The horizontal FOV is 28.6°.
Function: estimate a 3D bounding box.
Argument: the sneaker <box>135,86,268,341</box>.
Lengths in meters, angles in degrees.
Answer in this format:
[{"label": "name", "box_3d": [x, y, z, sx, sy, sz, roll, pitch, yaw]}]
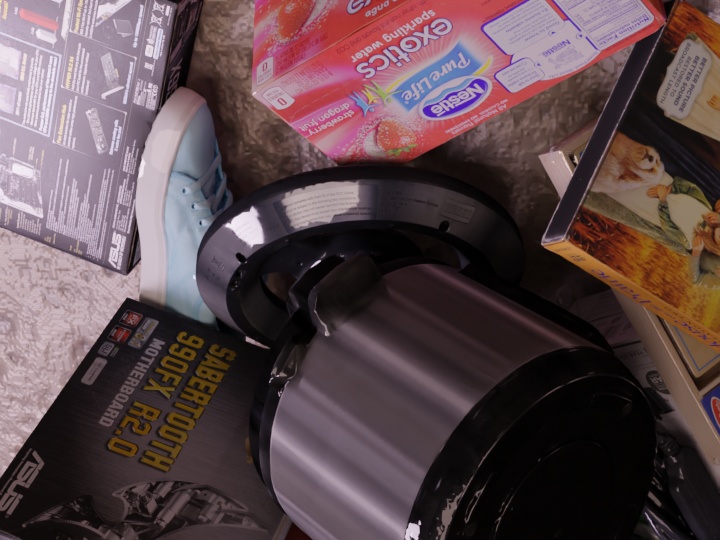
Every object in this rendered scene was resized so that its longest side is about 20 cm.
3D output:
[{"label": "sneaker", "box_3d": [-0.094, -0.025, 0.902, 0.081, 0.074, 0.201, 14, 134, 8]}]

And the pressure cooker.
[{"label": "pressure cooker", "box_3d": [0.036, 0.086, 0.769, 0.200, 0.178, 0.177, 30, 108, 44]}]

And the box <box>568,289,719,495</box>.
[{"label": "box", "box_3d": [0.210, 0.099, 0.852, 0.200, 0.060, 0.116, 48, 151, -11]}]

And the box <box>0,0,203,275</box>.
[{"label": "box", "box_3d": [-0.194, -0.112, 0.893, 0.157, 0.050, 0.201, 20, 123, 6]}]

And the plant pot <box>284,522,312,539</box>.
[{"label": "plant pot", "box_3d": [-0.076, 0.191, 0.943, 0.199, 0.196, 0.202, 8, 122, 14]}]

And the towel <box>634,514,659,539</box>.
[{"label": "towel", "box_3d": [0.207, 0.258, 0.996, 0.152, 0.023, 0.201, 17, 124, 8]}]

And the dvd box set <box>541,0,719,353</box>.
[{"label": "dvd box set", "box_3d": [0.208, -0.029, 0.746, 0.199, 0.147, 0.029, 31, 169, -15]}]

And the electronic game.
[{"label": "electronic game", "box_3d": [0.000, 0.000, 0.854, 0.198, 0.042, 0.200, -2, 148, -1]}]

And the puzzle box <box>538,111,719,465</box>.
[{"label": "puzzle box", "box_3d": [0.198, -0.012, 0.772, 0.201, 0.133, 0.025, 59, 163, -9]}]

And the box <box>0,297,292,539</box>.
[{"label": "box", "box_3d": [-0.113, 0.118, 0.843, 0.157, 0.200, 0.049, 20, 133, 8]}]

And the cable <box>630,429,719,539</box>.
[{"label": "cable", "box_3d": [0.160, 0.155, 0.877, 0.163, 0.051, 0.200, 4, 136, 50]}]

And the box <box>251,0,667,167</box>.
[{"label": "box", "box_3d": [0.048, -0.144, 0.751, 0.199, 0.095, 0.102, -26, 137, 29]}]
